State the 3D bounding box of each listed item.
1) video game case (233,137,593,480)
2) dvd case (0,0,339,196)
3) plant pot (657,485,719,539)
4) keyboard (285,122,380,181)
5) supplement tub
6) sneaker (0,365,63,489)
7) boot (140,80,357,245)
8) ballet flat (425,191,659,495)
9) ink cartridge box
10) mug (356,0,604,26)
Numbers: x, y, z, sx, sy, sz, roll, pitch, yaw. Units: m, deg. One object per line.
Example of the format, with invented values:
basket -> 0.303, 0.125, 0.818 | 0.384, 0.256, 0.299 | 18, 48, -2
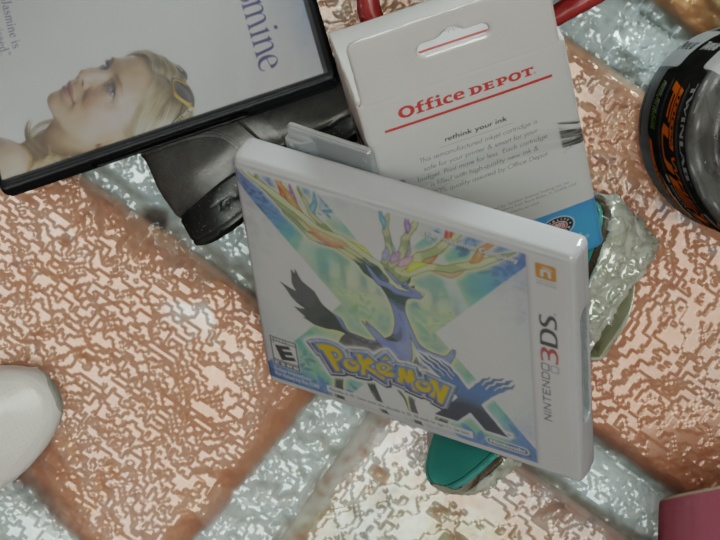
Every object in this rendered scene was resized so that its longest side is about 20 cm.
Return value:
video game case -> 0.031, 0.023, 1.364 | 0.200, 0.183, 0.022 | 18, 51, 22
dvd case -> -0.123, -0.138, 1.396 | 0.200, 0.018, 0.143 | -18, 75, 7
plant pot -> 0.246, 0.208, 1.419 | 0.199, 0.200, 0.180 | -7, 81, -3
keyboard -> 0.000, 0.000, 1.390 | 0.056, 0.200, 0.011 | 15, 50, 26
supplement tub -> 0.227, -0.074, 1.374 | 0.122, 0.200, 0.123 | 0, 95, -4
sneaker -> -0.261, 0.116, 1.422 | 0.200, 0.080, 0.071 | -25, 95, -3
boot -> -0.052, -0.119, 1.421 | 0.200, 0.070, 0.132 | -35, 89, -7
ballet flat -> 0.113, 0.051, 1.450 | 0.072, 0.072, 0.200 | 29, 95, -6
ink cartridge box -> 0.056, -0.084, 1.357 | 0.116, 0.067, 0.200 | -18, 135, -3
mug -> 0.083, -0.209, 1.400 | 0.199, 0.134, 0.178 | 10, 117, -9
